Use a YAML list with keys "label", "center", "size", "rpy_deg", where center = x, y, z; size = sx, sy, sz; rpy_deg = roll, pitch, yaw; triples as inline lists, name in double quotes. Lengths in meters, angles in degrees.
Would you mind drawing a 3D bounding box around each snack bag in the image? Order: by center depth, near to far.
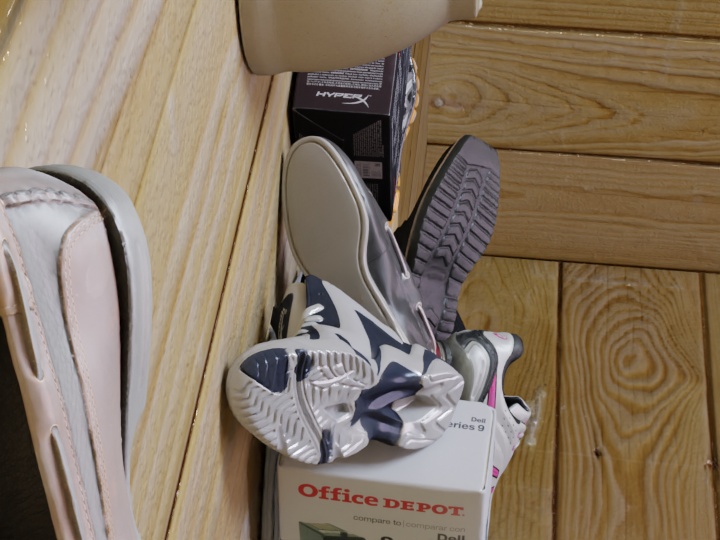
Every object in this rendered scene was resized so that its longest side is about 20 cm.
- label: "snack bag"
  center: [-0.051, 0.111, 1.156]
  size: [0.189, 0.021, 0.202]
  rpy_deg: [-72, 165, -71]

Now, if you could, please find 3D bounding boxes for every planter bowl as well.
- label: "planter bowl"
  center: [0.009, -0.211, 0.891]
  size: [0.200, 0.133, 0.203]
  rpy_deg: [5, 90, -85]

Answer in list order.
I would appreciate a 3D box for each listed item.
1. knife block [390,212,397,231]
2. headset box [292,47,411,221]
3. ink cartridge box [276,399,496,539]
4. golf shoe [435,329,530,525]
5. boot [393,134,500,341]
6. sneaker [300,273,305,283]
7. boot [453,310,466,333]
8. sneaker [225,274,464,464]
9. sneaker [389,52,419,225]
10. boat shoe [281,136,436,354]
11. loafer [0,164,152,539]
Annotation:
- label: "knife block"
  center: [0.001, -0.040, 1.422]
  size: [0.200, 0.063, 0.178]
  rpy_deg: [54, 40, -83]
- label: "headset box"
  center: [-0.001, -0.163, 1.176]
  size: [0.149, 0.076, 0.202]
  rpy_deg: [88, 7, -62]
- label: "ink cartridge box"
  center: [0.018, 0.186, 1.081]
  size: [0.084, 0.144, 0.201]
  rpy_deg: [-76, 169, -50]
- label: "golf shoe"
  center: [0.091, 0.137, 1.175]
  size: [0.073, 0.091, 0.202]
  rpy_deg: [-113, -165, -56]
- label: "boot"
  center: [0.024, -0.018, 1.228]
  size: [0.077, 0.138, 0.202]
  rpy_deg: [30, 79, -39]
- label: "sneaker"
  center: [-0.013, 0.080, 1.151]
  size: [0.086, 0.080, 0.202]
  rpy_deg: [18, -60, 64]
- label: "boot"
  center: [0.054, 0.096, 1.519]
  size: [0.165, 0.065, 0.202]
  rpy_deg: [-47, -124, 50]
- label: "sneaker"
  center: [-0.037, 0.056, 0.975]
  size: [0.198, 0.129, 0.080]
  rpy_deg: [0, 115, -47]
- label: "sneaker"
  center: [0.005, -0.129, 1.340]
  size: [0.077, 0.077, 0.202]
  rpy_deg: [2, 89, -73]
- label: "boat shoe"
  center: [0.000, 0.000, 1.081]
  size: [0.057, 0.066, 0.202]
  rpy_deg: [-26, 96, -65]
- label: "loafer"
  center: [-0.090, 0.074, 0.392]
  size: [0.063, 0.071, 0.202]
  rpy_deg: [-7, 95, -69]
